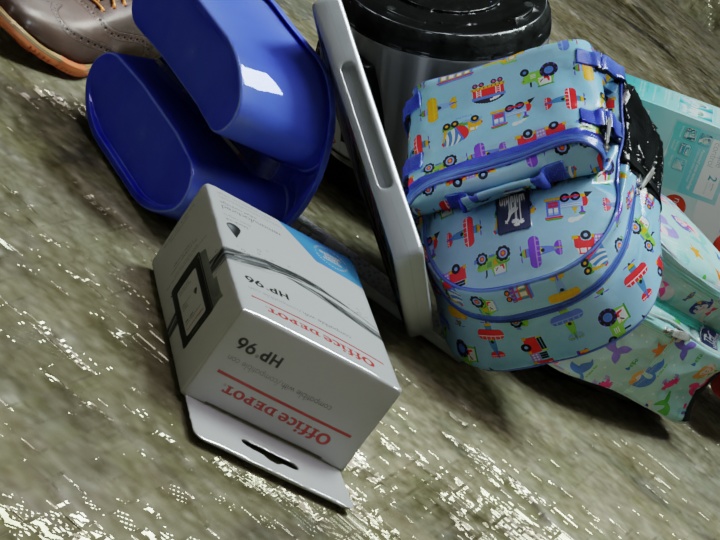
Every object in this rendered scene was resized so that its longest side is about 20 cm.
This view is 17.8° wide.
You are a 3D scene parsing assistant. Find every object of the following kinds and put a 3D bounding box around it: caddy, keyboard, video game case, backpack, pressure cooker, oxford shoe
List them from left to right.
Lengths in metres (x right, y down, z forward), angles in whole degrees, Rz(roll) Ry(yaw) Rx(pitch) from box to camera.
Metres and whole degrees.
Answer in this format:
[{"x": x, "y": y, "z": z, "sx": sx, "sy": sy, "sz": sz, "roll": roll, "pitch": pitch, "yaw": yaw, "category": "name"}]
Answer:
[{"x": -0.188, "y": -0.183, "z": 1.648, "sx": 0.071, "sy": 0.073, "sz": 0.200, "roll": 45, "pitch": 20, "yaw": 24, "category": "oxford shoe"}, {"x": -0.093, "y": -0.108, "z": 1.528, "sx": 0.105, "sy": 0.141, "sz": 0.200, "roll": 15, "pitch": 28, "yaw": -42, "category": "caddy"}, {"x": 0.000, "y": 0.000, "z": 1.640, "sx": 0.200, "sy": 0.011, "sz": 0.056, "roll": 36, "pitch": 18, "yaw": -1, "category": "keyboard"}, {"x": 0.011, "y": -0.065, "z": 1.535, "sx": 0.200, "sy": 0.023, "sz": 0.182, "roll": 78, "pitch": -6, "yaw": -74, "category": "video game case"}, {"x": 0.054, "y": -0.131, "z": 1.787, "sx": 0.178, "sy": 0.200, "sz": 0.176, "roll": 15, "pitch": 34, "yaw": 11, "category": "pressure cooker"}, {"x": 0.117, "y": -0.037, "z": 1.595, "sx": 0.135, "sy": 0.182, "sz": 0.200, "roll": 57, "pitch": 29, "yaw": -45, "category": "backpack"}, {"x": 0.185, "y": 0.013, "z": 1.746, "sx": 0.200, "sy": 0.151, "sz": 0.178, "roll": 15, "pitch": 29, "yaw": -39, "category": "backpack"}]

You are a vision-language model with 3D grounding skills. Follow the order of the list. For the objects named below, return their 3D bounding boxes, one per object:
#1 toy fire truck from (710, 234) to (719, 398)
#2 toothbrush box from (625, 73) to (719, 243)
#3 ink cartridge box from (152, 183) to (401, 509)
[{"x": 0.357, "y": 0.066, "z": 1.911, "sx": 0.112, "sy": 0.168, "sz": 0.200, "roll": 2, "pitch": -26, "yaw": 38, "category": "toy fire truck"}, {"x": 0.259, "y": -0.080, "z": 2.026, "sx": 0.200, "sy": 0.147, "sz": 0.085, "roll": 21, "pitch": 18, "yaw": 2, "category": "toothbrush box"}, {"x": -0.048, "y": 0.042, "z": 1.352, "sx": 0.116, "sy": 0.068, "sz": 0.200, "roll": 27, "pitch": 20, "yaw": -25, "category": "ink cartridge box"}]
